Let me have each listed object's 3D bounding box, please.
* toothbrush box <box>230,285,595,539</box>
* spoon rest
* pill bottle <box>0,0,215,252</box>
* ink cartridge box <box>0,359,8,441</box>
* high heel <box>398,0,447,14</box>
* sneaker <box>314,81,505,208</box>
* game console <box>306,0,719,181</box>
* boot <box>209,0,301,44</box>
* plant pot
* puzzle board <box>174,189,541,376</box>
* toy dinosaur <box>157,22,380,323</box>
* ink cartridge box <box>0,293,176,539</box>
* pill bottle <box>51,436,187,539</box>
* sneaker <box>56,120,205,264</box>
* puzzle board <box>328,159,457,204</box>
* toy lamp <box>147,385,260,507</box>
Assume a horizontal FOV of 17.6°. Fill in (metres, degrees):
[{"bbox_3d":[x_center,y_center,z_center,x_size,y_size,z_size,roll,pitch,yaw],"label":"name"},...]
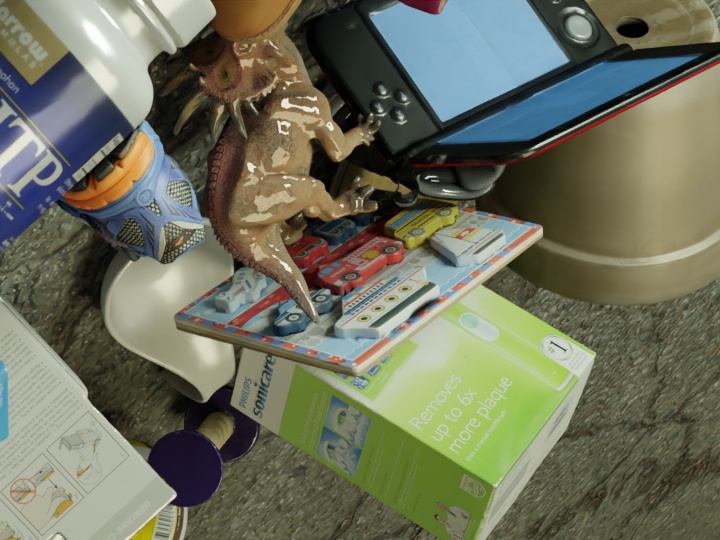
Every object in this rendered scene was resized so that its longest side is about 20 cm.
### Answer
[{"bbox_3d":[0.035,0.074,1.580,0.146,0.199,0.086,-47,160,-39],"label":"toothbrush box"},{"bbox_3d":[-0.117,0.031,1.532,0.099,0.061,0.200,-38,154,-13],"label":"spoon rest"},{"bbox_3d":[-0.176,-0.098,1.191,0.200,0.120,0.120,-43,154,-3],"label":"pill bottle"},{"bbox_3d":[-0.305,0.080,1.267,0.199,0.116,0.068,-30,150,-29],"label":"ink cartridge box"},{"bbox_3d":[0.084,-0.234,1.392,0.200,0.096,0.068,-36,152,-17],"label":"high heel"},{"bbox_3d":[0.072,-0.114,1.530,0.200,0.114,0.076,-35,153,-19],"label":"sneaker"},{"bbox_3d":[0.098,-0.142,1.437,0.199,0.173,0.119,-26,165,-32],"label":"game console"},{"bbox_3d":[-0.068,-0.196,1.204,0.155,0.076,0.201,-39,157,-60],"label":"boot"},{"bbox_3d":[0.182,-0.105,1.631,0.199,0.200,0.174,-30,141,-27],"label":"plant pot"},{"bbox_3d":[0.000,0.000,1.483,0.200,0.150,0.018,-36,126,-41],"label":"puzzle board"},{"bbox_3d":[-0.063,-0.070,1.384,0.135,0.085,0.202,-4,100,-50],"label":"toy dinosaur"},{"bbox_3d":[-0.241,0.135,1.401,0.200,0.045,0.176,-42,110,-4],"label":"ink cartridge box"},{"bbox_3d":[-0.204,0.153,1.526,0.109,0.109,0.200,-48,153,8],"label":"pill bottle"},{"bbox_3d":[-0.132,-0.042,1.306,0.075,0.079,0.200,-40,-166,-1],"label":"sneaker"},{"bbox_3d":[0.018,-0.044,1.668,0.150,0.017,0.201,-21,146,-41],"label":"puzzle board"},{"bbox_3d":[-0.104,0.118,1.605,0.058,0.058,0.200,-50,-179,11],"label":"toy lamp"}]
